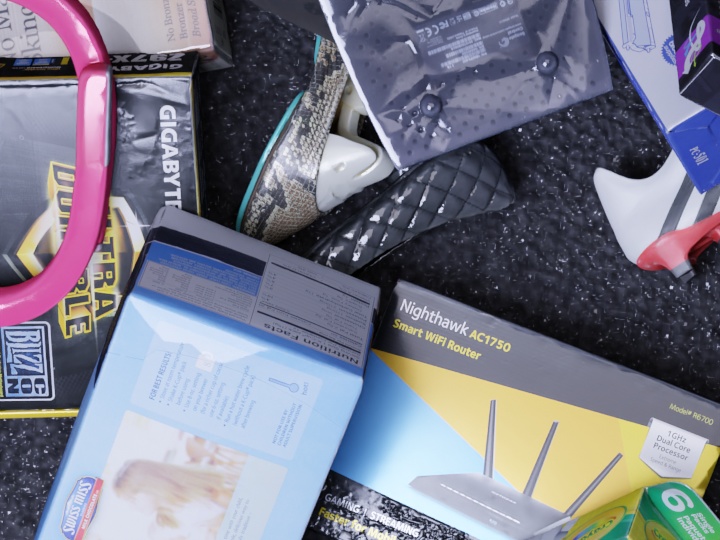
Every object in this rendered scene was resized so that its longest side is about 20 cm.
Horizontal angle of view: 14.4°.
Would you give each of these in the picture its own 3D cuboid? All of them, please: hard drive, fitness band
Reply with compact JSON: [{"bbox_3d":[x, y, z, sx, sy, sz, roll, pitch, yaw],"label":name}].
[{"bbox_3d":[0.040,-0.167,1.480,0.135,0.042,0.200,-21,100,1],"label":"hard drive"},{"bbox_3d":[-0.202,-0.067,1.505,0.144,0.037,0.200,7,110,1],"label":"fitness band"}]

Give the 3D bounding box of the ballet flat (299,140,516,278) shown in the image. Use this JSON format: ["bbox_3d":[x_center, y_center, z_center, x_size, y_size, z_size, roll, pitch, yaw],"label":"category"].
[{"bbox_3d":[0.000,0.000,1.585,0.200,0.066,0.057,-41,89,2],"label":"ballet flat"}]

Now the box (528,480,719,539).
[{"bbox_3d":[0.124,0.192,1.505,0.200,0.048,0.117,-31,109,33],"label":"box"}]

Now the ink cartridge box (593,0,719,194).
[{"bbox_3d":[0.144,-0.145,1.535,0.044,0.094,0.200,-31,64,5],"label":"ink cartridge box"}]

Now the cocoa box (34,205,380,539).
[{"bbox_3d":[-0.085,0.094,1.513,0.133,0.131,0.200,20,111,-4],"label":"cocoa box"}]

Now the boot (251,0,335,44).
[{"bbox_3d":[-0.017,-0.174,1.545,0.200,0.074,0.075,37,65,-8],"label":"boot"}]

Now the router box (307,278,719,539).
[{"bbox_3d":[0.087,0.109,1.574,0.200,0.051,0.149,21,89,7],"label":"router box"}]

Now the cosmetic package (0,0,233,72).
[{"bbox_3d":[-0.181,-0.148,1.601,0.200,0.087,0.103,-12,87,5],"label":"cosmetic package"}]

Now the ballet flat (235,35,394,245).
[{"bbox_3d":[-0.004,-0.097,1.588,0.075,0.068,0.200,19,86,18],"label":"ballet flat"}]

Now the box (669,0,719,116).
[{"bbox_3d":[0.225,-0.134,1.497,0.143,0.200,0.036,25,129,-19],"label":"box"}]

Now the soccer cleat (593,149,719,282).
[{"bbox_3d":[0.221,-0.075,1.569,0.200,0.069,0.085,-36,80,5],"label":"soccer cleat"}]

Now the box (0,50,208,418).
[{"bbox_3d":[-0.163,-0.018,1.567,0.160,0.049,0.200,0,112,3],"label":"box"}]
